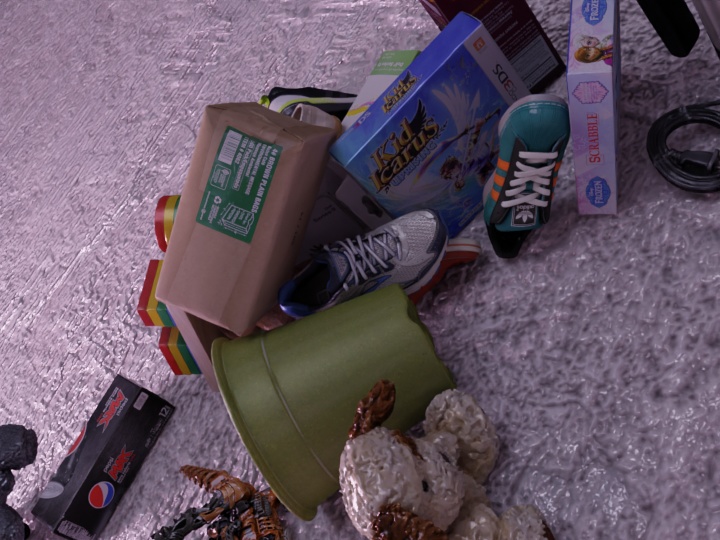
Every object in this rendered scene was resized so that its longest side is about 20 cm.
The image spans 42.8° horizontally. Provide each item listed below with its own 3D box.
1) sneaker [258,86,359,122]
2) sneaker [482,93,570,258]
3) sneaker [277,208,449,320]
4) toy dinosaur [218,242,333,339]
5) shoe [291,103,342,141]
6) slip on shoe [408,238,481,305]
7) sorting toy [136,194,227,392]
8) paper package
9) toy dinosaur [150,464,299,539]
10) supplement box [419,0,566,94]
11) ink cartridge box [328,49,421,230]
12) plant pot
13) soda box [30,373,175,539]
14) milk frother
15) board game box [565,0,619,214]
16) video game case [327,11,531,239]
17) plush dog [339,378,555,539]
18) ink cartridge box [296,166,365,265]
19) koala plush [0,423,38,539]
[{"bbox_3d":[-0.032,-0.202,1.134,0.083,0.199,0.072,53,130,34],"label":"sneaker"},{"bbox_3d":[0.163,-0.085,0.895,0.071,0.200,0.080,1,60,-2],"label":"sneaker"},{"bbox_3d":[0.000,0.000,0.936,0.199,0.085,0.077,-34,67,19],"label":"sneaker"},{"bbox_3d":[-0.079,0.040,1.077,0.135,0.086,0.201,6,69,36],"label":"toy dinosaur"},{"bbox_3d":[-0.094,-0.099,1.057,0.070,0.053,0.201,35,97,50],"label":"shoe"},{"bbox_3d":[0.045,0.021,0.998,0.199,0.074,0.062,-27,75,17],"label":"slip on shoe"},{"bbox_3d":[-0.200,0.011,1.104,0.069,0.200,0.200,0,55,9],"label":"sorting toy"},{"bbox_3d":[-0.111,-0.059,0.930,0.191,0.103,0.201,-56,-14,-76],"label":"paper package"},{"bbox_3d":[-0.137,0.269,0.961,0.136,0.102,0.200,-41,20,-14],"label":"toy dinosaur"},{"bbox_3d":[0.137,-0.289,1.044,0.086,0.200,0.111,-40,41,9],"label":"supplement box"},{"bbox_3d":[0.033,-0.145,1.089,0.067,0.117,0.201,15,71,49],"label":"ink cartridge box"},{"bbox_3d":[-0.013,0.110,0.901,0.189,0.200,0.200,-28,42,3],"label":"plant pot"},{"bbox_3d":[-0.320,0.236,1.149,0.071,0.063,0.201,15,69,47],"label":"soda box"},{"bbox_3d":[0.325,-0.200,0.816,0.180,0.188,0.201,-7,55,39],"label":"milk frother"},{"bbox_3d":[0.229,-0.193,0.888,0.041,0.200,0.201,1,57,17],"label":"board game box"},{"bbox_3d":[0.092,-0.138,0.980,0.200,0.181,0.045,-46,41,3],"label":"video game case"},{"bbox_3d":[0.046,0.191,0.770,0.160,0.172,0.200,-38,42,12],"label":"plush dog"},{"bbox_3d":[-0.083,-0.109,1.189,0.145,0.087,0.201,-30,42,21],"label":"ink cartridge box"},{"bbox_3d":[-0.492,0.316,1.157,0.182,0.201,0.178,-2,50,-6],"label":"koala plush"}]
